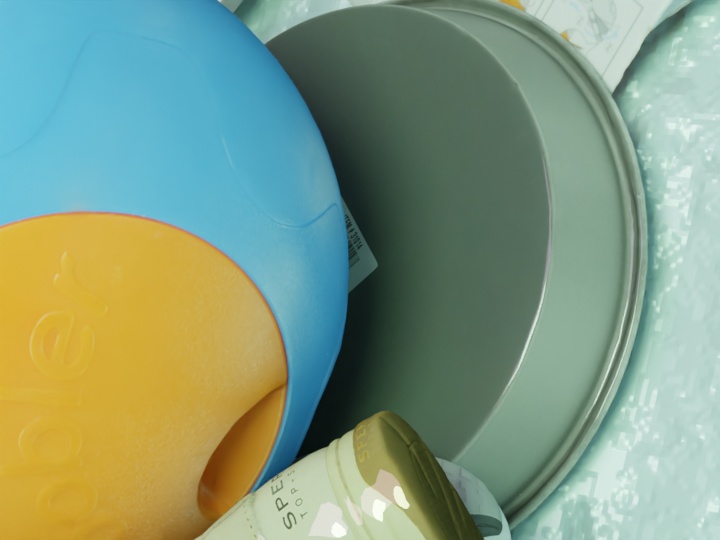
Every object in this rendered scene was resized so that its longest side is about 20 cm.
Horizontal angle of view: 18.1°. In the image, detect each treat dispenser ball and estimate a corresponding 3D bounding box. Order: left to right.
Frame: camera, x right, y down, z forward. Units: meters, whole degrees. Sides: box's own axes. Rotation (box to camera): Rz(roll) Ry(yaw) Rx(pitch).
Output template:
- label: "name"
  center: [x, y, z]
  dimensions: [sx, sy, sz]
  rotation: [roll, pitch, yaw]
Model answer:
- label: "treat dispenser ball"
  center: [-0.103, 0.000, 0.672]
  dimensions: [0.199, 0.200, 0.203]
  rotation: [-13, 66, 30]

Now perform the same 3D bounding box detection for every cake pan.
- label: "cake pan"
  center: [0.000, 0.000, 0.747]
  dimensions: [0.199, 0.037, 0.202]
  rotation: [-11, 70, 34]

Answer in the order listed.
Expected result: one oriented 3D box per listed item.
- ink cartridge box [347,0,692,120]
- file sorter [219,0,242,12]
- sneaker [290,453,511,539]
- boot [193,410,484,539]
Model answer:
- label: "ink cartridge box"
  center: [0.081, -0.147, 0.767]
  dimensions: [0.160, 0.047, 0.201]
  rotation: [48, 118, 36]
- label: "file sorter"
  center: [-0.112, -0.194, 0.797]
  dimensions: [0.200, 0.124, 0.139]
  rotation: [47, 110, 20]
- label: "sneaker"
  center: [-0.027, 0.125, 0.701]
  dimensions: [0.199, 0.087, 0.075]
  rotation: [-36, 25, 27]
- label: "boot"
  center: [-0.011, 0.156, 0.618]
  dimensions: [0.154, 0.201, 0.073]
  rotation: [-27, 15, 9]
